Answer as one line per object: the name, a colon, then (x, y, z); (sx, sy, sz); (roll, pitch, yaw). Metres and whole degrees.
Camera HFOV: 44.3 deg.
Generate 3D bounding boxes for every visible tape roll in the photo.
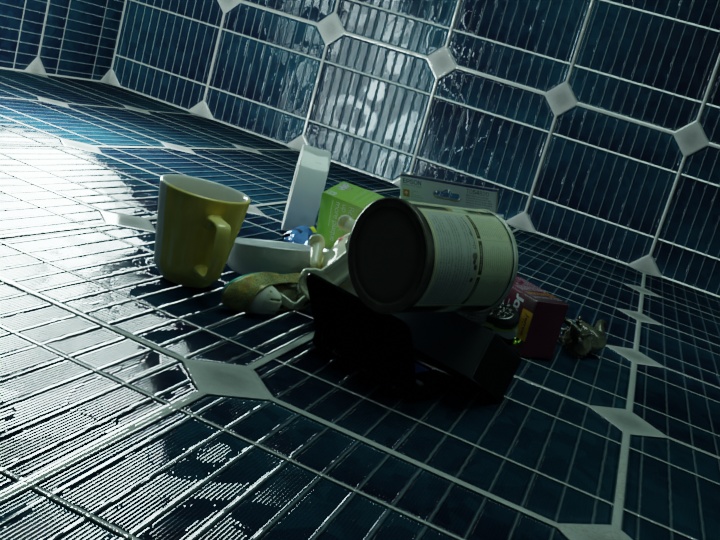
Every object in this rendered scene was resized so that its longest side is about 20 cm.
tape roll: (-0.125, -0.183, 2.034); (0.069, 0.207, 0.203); (15, 12, -7)

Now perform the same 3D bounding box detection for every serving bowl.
serving bowl: (-0.151, -0.014, 1.553); (0.195, 0.068, 0.200); (7, 4, -1)

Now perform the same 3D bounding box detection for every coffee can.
coffee can: (0.101, -0.017, 1.198); (0.197, 0.150, 0.145); (2, 19, -45)

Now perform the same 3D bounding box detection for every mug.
mug: (-0.267, -0.055, 1.407); (0.146, 0.157, 0.187); (17, 13, 0)

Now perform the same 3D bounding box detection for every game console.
game console: (0.030, 0.090, 1.271); (0.198, 0.119, 0.174); (27, 16, 36)

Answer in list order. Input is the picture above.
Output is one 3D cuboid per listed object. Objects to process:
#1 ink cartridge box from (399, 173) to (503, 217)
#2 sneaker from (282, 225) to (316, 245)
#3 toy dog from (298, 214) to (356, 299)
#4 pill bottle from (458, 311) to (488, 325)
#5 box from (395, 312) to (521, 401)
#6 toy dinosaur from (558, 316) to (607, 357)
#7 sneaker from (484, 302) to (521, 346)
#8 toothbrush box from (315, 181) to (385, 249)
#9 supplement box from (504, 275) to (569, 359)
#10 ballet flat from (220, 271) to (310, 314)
ink cartridge box: (0.160, -0.069, 1.595); (0.196, 0.205, 0.040); (14, 26, 27)
sneaker: (-0.110, -0.039, 1.784); (0.077, 0.068, 0.200); (-5, 20, -17)
toy dog: (0.000, 0.000, 1.456); (0.194, 0.140, 0.200); (43, 12, -11)
pill bottle: (0.173, 0.032, 1.501); (0.111, 0.204, 0.114); (18, 16, -5)
box: (0.126, 0.104, 1.325); (0.198, 0.080, 0.141); (27, -4, 33)
toy dinosaur: (0.450, 0.137, 1.783); (0.198, 0.078, 0.102); (11, 25, -48)
sneaker: (0.199, 0.091, 1.609); (0.197, 0.084, 0.071); (22, 41, 33)
toothbrush box: (0.020, -0.055, 1.610); (0.197, 0.149, 0.086); (22, 29, 21)
supplement box: (0.293, 0.077, 1.693); (0.084, 0.113, 0.199); (8, 15, -32)
ballet flat: (-0.136, 0.040, 1.398); (0.070, 0.072, 0.199); (23, 14, 28)
